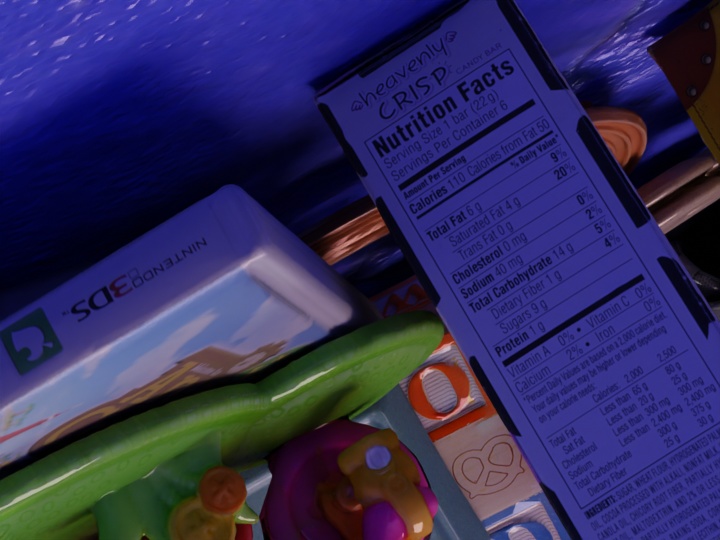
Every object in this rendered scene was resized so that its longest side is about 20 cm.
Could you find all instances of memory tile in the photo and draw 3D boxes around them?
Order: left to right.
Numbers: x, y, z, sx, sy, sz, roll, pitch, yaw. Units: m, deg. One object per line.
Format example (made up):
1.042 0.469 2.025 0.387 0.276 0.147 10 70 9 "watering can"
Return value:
0.077 -0.005 0.984 0.153 0.017 0.200 -36 175 39 "memory tile"

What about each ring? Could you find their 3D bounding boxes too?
0.000 0.000 0.899 0.200 0.019 0.200 -27 167 -7 "ring"

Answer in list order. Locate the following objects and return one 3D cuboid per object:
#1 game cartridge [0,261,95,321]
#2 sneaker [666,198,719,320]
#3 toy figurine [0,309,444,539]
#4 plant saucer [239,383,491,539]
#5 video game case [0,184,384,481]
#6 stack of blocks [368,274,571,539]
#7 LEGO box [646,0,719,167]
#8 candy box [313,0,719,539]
-0.141 0.064 0.794 0.133 0.042 0.200 -26 168 -38 "game cartridge"
0.125 0.020 1.119 0.200 0.074 0.084 -55 148 13 "sneaker"
-0.022 0.134 0.731 0.199 0.185 0.150 -26 169 -18 "toy figurine"
-0.062 0.104 0.833 0.199 0.070 0.019 -29 -162 6 "plant saucer"
-0.085 0.048 0.727 0.182 0.022 0.200 -31 168 4 "video game case"
-0.036 0.099 0.874 0.199 0.116 0.059 -28 -161 4 "stack of blocks"
0.209 -0.091 0.865 0.200 0.077 0.149 -35 167 26 "LEGO box"
0.073 0.040 0.741 0.061 0.201 0.136 -31 156 4 "candy box"
